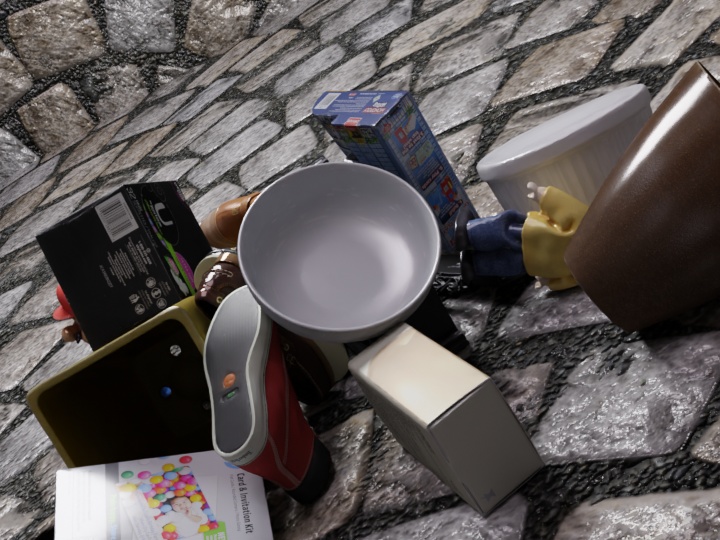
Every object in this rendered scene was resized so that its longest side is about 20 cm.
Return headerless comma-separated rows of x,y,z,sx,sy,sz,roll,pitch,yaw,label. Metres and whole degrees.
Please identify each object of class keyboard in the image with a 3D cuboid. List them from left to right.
0.110,0.013,1.526,0.103,0.040,0.199,-18,10,-29,keyboard

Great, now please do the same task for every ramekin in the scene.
0.229,-0.111,1.466,0.200,0.095,0.202,-26,7,3,ramekin

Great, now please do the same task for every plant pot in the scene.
-0.200,0.140,1.486,0.194,0.196,0.200,-29,8,12,plant pot
0.282,-0.044,1.213,0.200,0.187,0.187,-43,18,17,plant pot

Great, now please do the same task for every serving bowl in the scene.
-0.019,-0.008,1.360,0.197,0.066,0.202,-1,55,1,serving bowl

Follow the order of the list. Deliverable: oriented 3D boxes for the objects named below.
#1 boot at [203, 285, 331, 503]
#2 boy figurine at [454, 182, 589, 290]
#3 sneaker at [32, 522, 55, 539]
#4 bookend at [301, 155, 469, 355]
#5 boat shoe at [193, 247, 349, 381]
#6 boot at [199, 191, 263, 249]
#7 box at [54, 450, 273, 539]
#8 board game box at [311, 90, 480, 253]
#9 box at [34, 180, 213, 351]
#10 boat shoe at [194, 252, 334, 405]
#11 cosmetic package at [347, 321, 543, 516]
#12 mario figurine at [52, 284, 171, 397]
-0.083,0.123,1.362,0.072,0.144,0.202,-26,48,25,boot
0.193,-0.035,1.374,0.197,0.125,0.065,-5,35,17,boy figurine
-0.228,0.277,1.325,0.198,0.107,0.075,-25,22,20,sneaker
0.000,0.000,1.463,0.092,0.200,0.200,-34,21,-8,bookend
-0.090,0.045,1.529,0.074,0.200,0.063,-54,-1,19,boat shoe
-0.090,-0.058,1.782,0.198,0.075,0.154,0,-13,-38,boot
-0.185,0.235,1.297,0.197,0.042,0.156,-5,29,-8,box
0.043,-0.115,1.620,0.062,0.200,0.199,-45,24,-16,board game box
-0.257,-0.011,1.598,0.123,0.150,0.200,-27,0,10,box
-0.104,0.077,1.455,0.070,0.200,0.071,-19,31,40,boat shoe
0.071,0.125,1.224,0.071,0.106,0.200,-37,22,-10,cosmetic package
-0.318,0.098,1.716,0.123,0.201,0.106,-7,32,50,mario figurine
